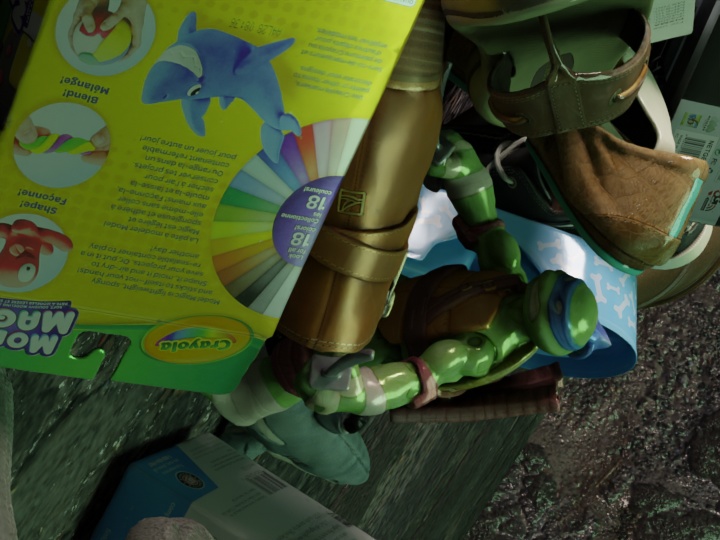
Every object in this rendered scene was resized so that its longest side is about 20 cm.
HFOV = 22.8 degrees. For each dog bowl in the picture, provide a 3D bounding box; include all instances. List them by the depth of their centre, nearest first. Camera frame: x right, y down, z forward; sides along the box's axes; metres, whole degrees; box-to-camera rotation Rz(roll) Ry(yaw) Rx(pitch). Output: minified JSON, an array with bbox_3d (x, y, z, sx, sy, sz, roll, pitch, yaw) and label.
[{"bbox_3d":[0.063,0.002,0.996,0.111,0.200,0.050,119,-12,-70],"label":"dog bowl"}]

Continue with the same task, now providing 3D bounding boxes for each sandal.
[{"bbox_3d":[0.077,-0.076,0.646,0.080,0.057,0.201,-16,171,4],"label":"sandal"}]

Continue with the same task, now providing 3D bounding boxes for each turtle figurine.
[{"bbox_3d":[0.000,0.000,0.832,0.200,0.194,0.144,14,69,-47],"label":"turtle figurine"}]

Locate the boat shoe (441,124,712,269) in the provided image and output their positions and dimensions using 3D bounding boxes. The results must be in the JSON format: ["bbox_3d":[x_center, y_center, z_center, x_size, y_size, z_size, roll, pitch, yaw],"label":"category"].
[{"bbox_3d":[0.096,-0.055,0.996,0.068,0.200,0.072,60,46,-60],"label":"boat shoe"}]

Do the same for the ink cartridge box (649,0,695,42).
[{"bbox_3d":[0.077,-0.176,0.693,0.200,0.083,0.147,43,34,-78],"label":"ink cartridge box"}]

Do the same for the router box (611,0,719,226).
[{"bbox_3d":[0.164,-0.146,0.829,0.157,0.052,0.200,-101,-154,-53],"label":"router box"}]

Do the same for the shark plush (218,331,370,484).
[{"bbox_3d":[-0.026,0.067,1.034,0.091,0.083,0.200,-51,166,-31],"label":"shark plush"}]

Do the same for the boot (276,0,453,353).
[{"bbox_3d":[-0.004,-0.054,0.712,0.200,0.074,0.155,-57,157,-82],"label":"boot"}]

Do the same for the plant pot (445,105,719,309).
[{"bbox_3d":[0.120,-0.041,1.153,0.198,0.200,0.200,-28,148,-52],"label":"plant pot"}]

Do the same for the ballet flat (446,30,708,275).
[{"bbox_3d":[0.089,-0.085,0.807,0.068,0.200,0.072,17,118,-46],"label":"ballet flat"}]

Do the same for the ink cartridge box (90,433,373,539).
[{"bbox_3d":[-0.033,0.173,0.942,0.068,0.200,0.116,-61,168,11],"label":"ink cartridge box"}]

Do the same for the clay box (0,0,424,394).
[{"bbox_3d":[-0.057,-0.056,0.552,0.115,0.048,0.200,11,119,-30],"label":"clay box"}]

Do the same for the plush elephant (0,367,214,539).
[{"bbox_3d":[-0.154,0.152,0.606,0.165,0.155,0.200,41,37,-40],"label":"plush elephant"}]
